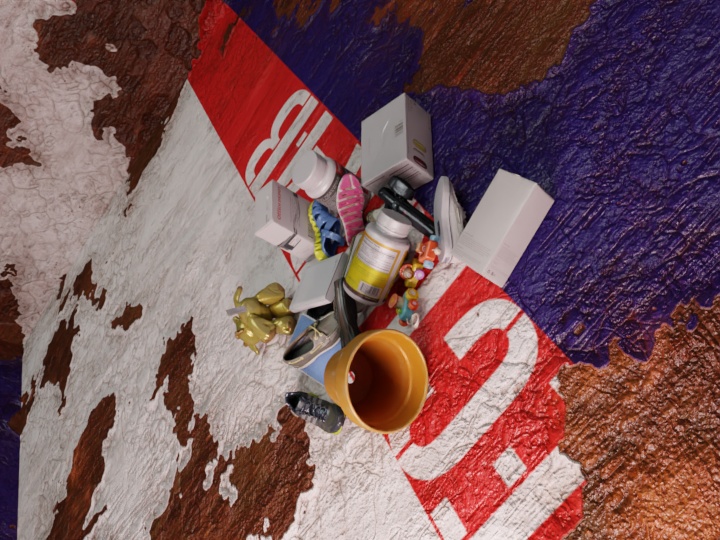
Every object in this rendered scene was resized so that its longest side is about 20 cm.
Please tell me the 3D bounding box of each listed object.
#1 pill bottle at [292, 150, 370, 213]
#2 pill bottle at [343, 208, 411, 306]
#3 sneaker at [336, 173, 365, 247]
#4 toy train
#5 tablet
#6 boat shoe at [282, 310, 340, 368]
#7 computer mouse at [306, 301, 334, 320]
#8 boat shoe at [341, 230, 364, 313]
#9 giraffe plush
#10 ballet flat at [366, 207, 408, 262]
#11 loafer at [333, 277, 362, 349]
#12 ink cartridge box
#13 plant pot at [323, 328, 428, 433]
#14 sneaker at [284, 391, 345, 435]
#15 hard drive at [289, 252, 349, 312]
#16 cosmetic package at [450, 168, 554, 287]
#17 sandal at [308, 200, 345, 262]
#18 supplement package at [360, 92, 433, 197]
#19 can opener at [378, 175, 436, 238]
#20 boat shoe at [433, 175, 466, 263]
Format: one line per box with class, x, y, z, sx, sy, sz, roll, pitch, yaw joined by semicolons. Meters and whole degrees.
pill bottle;-0.077;-0.227;1.553;0.112;0.198;0.117;-23;54;36
pill bottle;0.042;-0.031;1.322;0.109;0.107;0.204;47;120;48
sneaker;-0.026;-0.157;1.502;0.072;0.204;0.088;-14;32;-6
toy train;0.113;0.022;1.284;0.150;0.054;0.205;156;131;-78
tablet;-0.106;0.203;1.475;0.198;0.014;0.133;24;91;39
boat shoe;-0.110;0.167;1.442;0.201;0.060;0.073;-44;56;17
computer mouse;-0.081;0.071;1.517;0.198;0.052;0.141;-30;50;34
boat shoe;0.000;0.000;1.432;0.068;0.073;0.206;155;123;-63
giraffe plush;-0.286;0.148;1.639;0.163;0.195;0.176;119;147;-50
ballet flat;0.069;-0.106;1.429;0.076;0.066;0.202;96;157;-44
loafer;-0.040;0.121;1.377;0.062;0.072;0.205;-15;87;24
ink cartridge box;-0.195;-0.136;1.635;0.083;0.198;0.148;-29;50;32
plant pot;0.014;0.228;1.243;0.182;0.197;0.205;-12;60;60
sneaker;-0.110;0.333;1.389;0.197;0.080;0.076;4;73;48
hard drive;-0.110;0.034;1.520;0.198;0.026;0.134;-18;45;55
cosmetic package;0.282;-0.086;1.181;0.203;0.084;0.107;-58;41;6
sandal;-0.087;-0.118;1.612;0.086;0.079;0.204;-30;58;27
supplement package;0.091;-0.305;1.482;0.154;0.110;0.205;-23;55;38
can opener;0.114;-0.137;1.369;0.201;0.062;0.080;50;132;29
boat shoe;0.202;-0.112;1.294;0.072;0.064;0.205;114;157;-62
